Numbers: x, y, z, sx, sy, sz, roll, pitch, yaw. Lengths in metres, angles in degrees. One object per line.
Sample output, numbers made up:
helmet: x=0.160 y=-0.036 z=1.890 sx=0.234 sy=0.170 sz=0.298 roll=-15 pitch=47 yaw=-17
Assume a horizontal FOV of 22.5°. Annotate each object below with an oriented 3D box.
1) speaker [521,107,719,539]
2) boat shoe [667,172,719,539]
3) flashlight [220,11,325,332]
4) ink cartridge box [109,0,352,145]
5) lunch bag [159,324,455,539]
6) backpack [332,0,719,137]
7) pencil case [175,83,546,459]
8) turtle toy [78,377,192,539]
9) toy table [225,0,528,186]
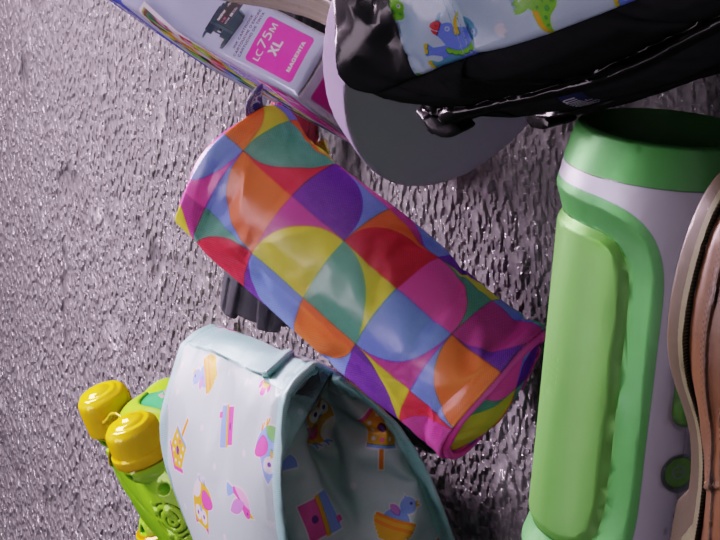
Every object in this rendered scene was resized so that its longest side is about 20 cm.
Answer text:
speaker: x=0.112 y=0.041 z=0.722 sx=0.088 sy=0.088 sz=0.202 roll=-144 pitch=54 yaw=-60
boat shoe: x=0.157 y=0.060 z=0.652 sx=0.068 sy=0.071 sz=0.202 roll=34 pitch=133 yaw=56
flashlight: x=-0.039 y=-0.065 z=1.086 sx=0.068 sy=0.067 sz=0.202 roll=-84 pitch=6 yaw=-67
ink cartridge box: x=-0.060 y=-0.121 z=0.974 sx=0.199 sy=0.119 sz=0.042 roll=34 pitch=92 yaw=36
lunch bag: x=-0.027 y=0.126 z=0.973 sx=0.170 sy=0.121 sz=0.202 roll=16 pitch=126 yaw=65
backpack: x=0.109 y=-0.126 z=0.605 sx=0.199 sy=0.162 sz=0.155 roll=1 pitch=95 yaw=46
pencil case: x=0.000 y=0.000 z=0.886 sx=0.200 sy=0.088 sz=0.089 roll=43 pitch=140 yaw=15
turtle toy: x=-0.121 y=0.131 z=1.245 sx=0.200 sy=0.100 sz=0.147 roll=31 pitch=145 yaw=65
toy table: x=0.022 y=-0.140 z=0.786 sx=0.117 sy=0.183 sz=0.201 roll=56 pitch=153 yaw=28
